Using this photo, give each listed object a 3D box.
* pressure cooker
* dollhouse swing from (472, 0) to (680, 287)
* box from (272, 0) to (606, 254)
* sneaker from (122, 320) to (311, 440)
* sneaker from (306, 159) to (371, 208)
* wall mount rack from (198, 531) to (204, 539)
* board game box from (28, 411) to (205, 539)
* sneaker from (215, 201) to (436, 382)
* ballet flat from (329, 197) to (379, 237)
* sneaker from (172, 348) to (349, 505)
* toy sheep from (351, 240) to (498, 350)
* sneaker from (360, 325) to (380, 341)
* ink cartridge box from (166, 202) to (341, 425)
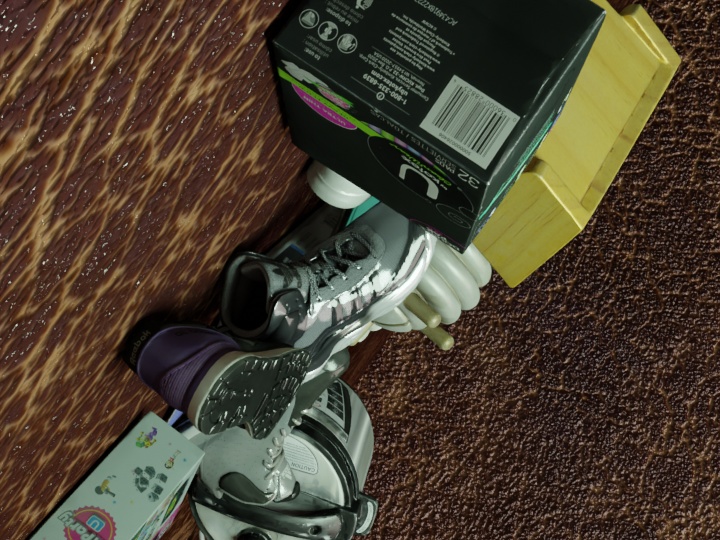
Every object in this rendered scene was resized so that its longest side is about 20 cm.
[{"bbox_3d":[-0.078,0.201,1.388,0.176,0.179,0.200,-24,-166,16],"label":"pressure cooker"},{"bbox_3d":[0.130,-0.134,1.123,0.200,0.176,0.182,-56,-176,-29],"label":"dollhouse swing"},{"bbox_3d":[0.043,-0.114,0.846,0.124,0.148,0.200,-55,174,-8],"label":"box"},{"bbox_3d":[-0.100,0.065,0.984,0.076,0.087,0.200,-59,164,-1],"label":"sneaker"},{"bbox_3d":[0.044,-0.135,1.101,0.200,0.074,0.116,-46,173,-47],"label":"sneaker"},{"bbox_3d":[-0.206,0.455,2.097,0.074,0.200,0.174,-17,-170,27],"label":"wall mount rack"},{"bbox_3d":[-0.218,0.227,1.103,0.200,0.064,0.148,-49,171,-37],"label":"board game box"},{"bbox_3d":[-0.030,0.004,1.059,0.200,0.076,0.114,-46,148,8],"label":"sneaker"},{"bbox_3d":[0.016,-0.067,1.199,0.064,0.067,0.200,120,-6,-69],"label":"ballet flat"},{"bbox_3d":[-0.070,0.147,1.255,0.200,0.116,0.075,-29,-170,24],"label":"sneaker"},{"bbox_3d":[0.057,-0.006,1.260,0.200,0.138,0.138,-43,172,-11],"label":"toy sheep"},{"bbox_3d":[0.000,0.000,1.373,0.075,0.100,0.200,-50,171,-33],"label":"sneaker"},{"bbox_3d":[-0.082,0.044,1.245,0.200,0.047,0.198,-62,172,34],"label":"ink cartridge box"}]
